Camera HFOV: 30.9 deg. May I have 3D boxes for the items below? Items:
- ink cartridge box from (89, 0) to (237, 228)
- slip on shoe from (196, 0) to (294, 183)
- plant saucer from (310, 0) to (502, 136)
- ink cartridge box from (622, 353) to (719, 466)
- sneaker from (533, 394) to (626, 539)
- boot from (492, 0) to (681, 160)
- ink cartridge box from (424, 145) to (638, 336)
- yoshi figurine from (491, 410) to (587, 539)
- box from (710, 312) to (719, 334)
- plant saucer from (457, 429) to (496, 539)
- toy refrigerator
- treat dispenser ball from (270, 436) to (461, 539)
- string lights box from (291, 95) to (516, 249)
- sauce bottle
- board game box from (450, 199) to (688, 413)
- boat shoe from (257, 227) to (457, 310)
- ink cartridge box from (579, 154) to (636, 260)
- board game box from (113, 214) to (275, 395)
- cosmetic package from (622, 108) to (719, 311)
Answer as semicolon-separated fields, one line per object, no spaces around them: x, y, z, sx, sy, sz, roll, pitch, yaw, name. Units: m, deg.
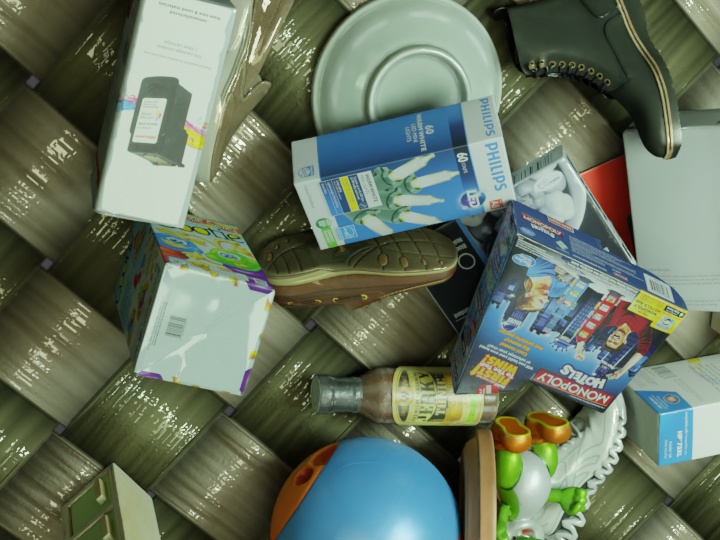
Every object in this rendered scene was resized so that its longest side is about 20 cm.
-0.180;-0.156;1.165;0.082;0.146;0.201;11;106;-16;ink cartridge box
-0.113;-0.176;1.220;0.060;0.076;0.202;13;98;-13;slip on shoe
0.052;-0.171;1.280;0.198;0.050;0.202;-5;110;-13;plant saucer
0.398;0.148;1.455;0.198;0.116;0.068;-9;111;-12;ink cartridge box
0.235;0.214;1.461;0.081;0.075;0.201;20;102;-12;sneaker
0.223;-0.187;1.278;0.137;0.078;0.201;-16;70;-4;boot
0.174;0.003;1.334;0.197;0.043;0.200;-30;110;20;ink cartridge box
0.183;0.262;1.398;0.111;0.112;0.202;8;106;15;yoshi figurine
0.455;-0.019;1.432;0.094;0.078;0.202;-2;110;-15;box
0.121;0.269;1.379;0.032;0.200;0.202;2;109;1;plant saucer
-0.244;0.275;1.273;0.076;0.200;0.070;-41;114;2;toy refrigerator
0.005;0.274;1.342;0.199;0.201;0.203;-5;111;-14;treat dispenser ball
0.042;-0.093;1.249;0.198;0.059;0.103;-12;141;8;string lights box
0.047;0.134;1.379;0.198;0.065;0.065;1;109;-17;sauce bottle
0.185;0.057;1.301;0.199;0.062;0.200;24;123;-16;board game box
0.000;0.000;1.305;0.198;0.072;0.068;-4;134;6;boat shoe
0.252;-0.007;1.399;0.172;0.044;0.201;-22;113;-6;ink cartridge box
-0.158;0.021;1.205;0.102;0.200;0.106;14;104;-20;board game box
0.344;-0.063;1.352;0.112;0.081;0.202;2;110;28;cosmetic package
